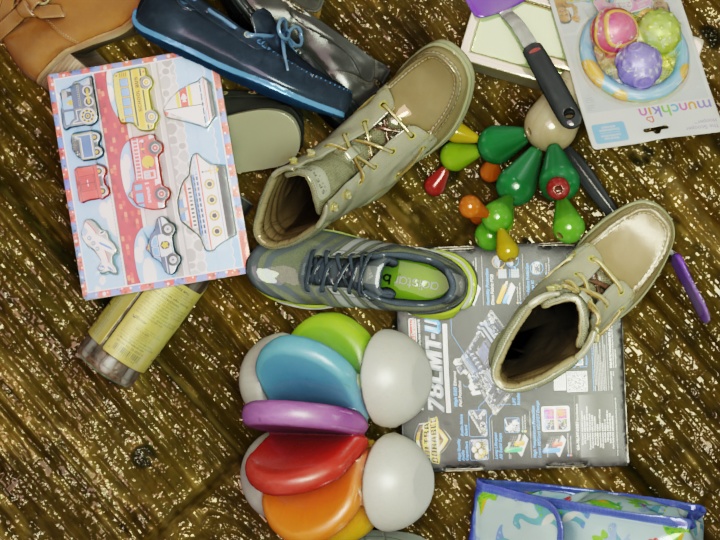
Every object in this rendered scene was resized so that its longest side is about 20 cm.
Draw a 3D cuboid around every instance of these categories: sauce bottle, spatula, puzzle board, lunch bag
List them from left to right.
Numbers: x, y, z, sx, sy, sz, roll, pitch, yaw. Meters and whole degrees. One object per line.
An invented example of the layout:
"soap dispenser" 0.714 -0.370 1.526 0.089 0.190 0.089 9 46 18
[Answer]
"puzzle board" -0.184 -0.084 1.661 0.150 0.017 0.200 -10 89 5
"sauce bottle" -0.169 0.010 1.699 0.065 0.065 0.200 39 93 5
"spatula" 0.137 -0.197 1.612 0.056 0.021 0.200 -23 60 -5
"lunch bag" 0.185 0.274 1.640 0.200 0.127 0.170 8 92 18
"spatula" 0.241 -0.035 1.672 0.021 0.057 0.200 -43 82 -1

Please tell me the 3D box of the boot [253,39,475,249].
"boot" 0.002 -0.102 1.603 0.072 0.155 0.200 49 128 7

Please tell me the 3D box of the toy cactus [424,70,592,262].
"toy cactus" 0.134 -0.096 1.622 0.102 0.200 0.165 29 94 -28

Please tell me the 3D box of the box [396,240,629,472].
"box" 0.132 0.075 1.679 0.198 0.050 0.200 -3 88 7

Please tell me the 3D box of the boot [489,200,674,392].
"boot" 0.183 0.022 1.567 0.200 0.155 0.072 -45 86 4

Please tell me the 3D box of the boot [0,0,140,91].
"boot" -0.246 -0.257 1.703 0.155 0.077 0.200 43 111 8

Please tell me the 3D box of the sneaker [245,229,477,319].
"sneaker" 0.000 0.000 1.630 0.200 0.081 0.074 3 86 4

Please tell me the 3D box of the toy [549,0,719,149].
"toy" 0.227 -0.204 1.604 0.115 0.047 0.200 -9 62 -9

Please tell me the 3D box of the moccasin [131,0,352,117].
"moccasin" -0.094 -0.194 1.620 0.200 0.080 0.068 25 87 -5

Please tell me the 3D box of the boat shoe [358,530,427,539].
"boat shoe" -0.027 0.283 1.689 0.202 0.065 0.075 -18 68 -1

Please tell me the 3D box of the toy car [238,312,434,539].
"toy car" -0.039 0.136 1.623 0.175 0.150 0.200 -1 89 31

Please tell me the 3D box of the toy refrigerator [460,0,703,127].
"toy refrigerator" 0.191 -0.190 1.669 0.200 0.070 0.076 17 90 4

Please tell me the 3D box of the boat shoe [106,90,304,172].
"boat shoe" -0.149 -0.121 1.703 0.201 0.063 0.074 -2 111 5

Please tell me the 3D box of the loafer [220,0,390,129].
"loafer" -0.059 -0.219 1.696 0.072 0.073 0.200 -42 95 -6
